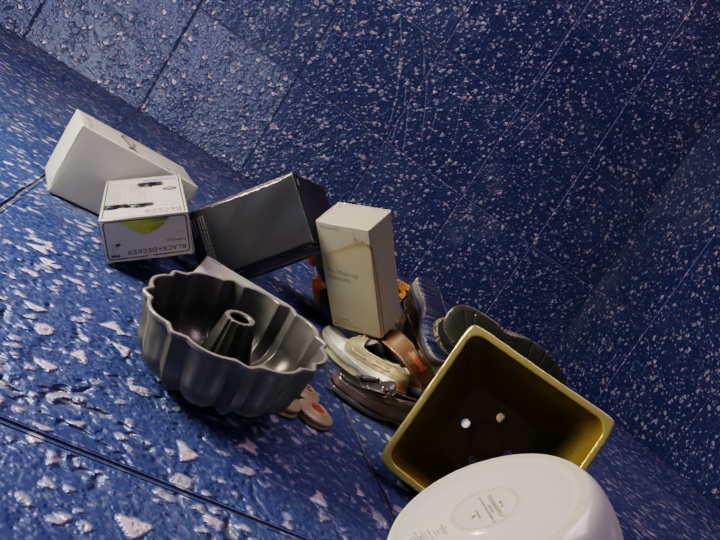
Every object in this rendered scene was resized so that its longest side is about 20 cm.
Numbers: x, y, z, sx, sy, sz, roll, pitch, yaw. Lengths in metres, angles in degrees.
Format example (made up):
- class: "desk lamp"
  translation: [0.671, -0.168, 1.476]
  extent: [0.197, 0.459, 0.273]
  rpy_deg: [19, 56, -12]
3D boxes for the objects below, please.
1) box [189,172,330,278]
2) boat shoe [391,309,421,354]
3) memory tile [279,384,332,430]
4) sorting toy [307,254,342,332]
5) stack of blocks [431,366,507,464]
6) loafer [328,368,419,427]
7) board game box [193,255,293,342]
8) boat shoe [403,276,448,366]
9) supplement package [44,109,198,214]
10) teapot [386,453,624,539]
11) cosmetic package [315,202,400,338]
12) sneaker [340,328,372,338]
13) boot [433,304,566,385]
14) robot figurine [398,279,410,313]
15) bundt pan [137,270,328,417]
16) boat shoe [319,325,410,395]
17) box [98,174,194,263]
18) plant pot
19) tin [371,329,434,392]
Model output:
- class: "box"
  translation: [-0.158, -0.066, 1.079]
  extent: [0.200, 0.197, 0.124]
  rpy_deg: [-5, 76, -78]
- class: "boat shoe"
  translation: [0.096, 0.128, 1.164]
  extent: [0.200, 0.064, 0.071]
  rpy_deg: [49, -12, 11]
- class: "memory tile"
  translation: [-0.120, 0.123, 0.798]
  extent: [0.153, 0.017, 0.200]
  rpy_deg: [29, 8, -31]
- class: "sorting toy"
  translation: [-0.078, 0.012, 1.281]
  extent: [0.036, 0.187, 0.200]
  rpy_deg: [-12, 22, -11]
- class: "stack of blocks"
  translation: [0.181, 0.211, 1.034]
  extent: [0.058, 0.115, 0.200]
  rpy_deg: [28, 19, -30]
- class: "loafer"
  translation: [0.048, 0.187, 0.928]
  extent: [0.199, 0.063, 0.072]
  rpy_deg: [32, 6, -16]
- class: "board game box"
  translation: [-0.165, 0.052, 0.847]
  extent: [0.152, 0.041, 0.200]
  rpy_deg: [32, 7, -9]
- class: "boat shoe"
  translation: [0.115, 0.100, 1.103]
  extent: [0.072, 0.073, 0.201]
  rpy_deg: [24, 33, -18]
- class: "supplement package"
  translation: [-0.388, -0.150, 1.029]
  extent: [0.199, 0.118, 0.117]
  rpy_deg: [28, 9, -36]
- class: "teapot"
  translation: [0.122, 0.249, 0.490]
  extent: [0.200, 0.196, 0.147]
  rpy_deg: [-27, 97, -51]
- class: "cosmetic package"
  translation: [0.000, 0.000, 1.023]
  extent: [0.103, 0.201, 0.073]
  rpy_deg: [11, 36, 31]
- class: "sneaker"
  translation: [0.051, 0.146, 1.226]
  extent: [0.199, 0.077, 0.081]
  rpy_deg: [30, 15, -22]
- class: "boot"
  translation: [0.200, 0.127, 0.952]
  extent: [0.203, 0.074, 0.154]
  rpy_deg: [36, -9, 1]
- class: "robot figurine"
  translation: [0.043, 0.073, 1.289]
  extent: [0.144, 0.058, 0.201]
  rpy_deg: [30, -36, 10]
- class: "bundt pan"
  translation: [-0.138, 0.081, 0.659]
  extent: [0.200, 0.076, 0.202]
  rpy_deg: [24, 14, -6]
- class: "boat shoe"
  translation: [0.008, 0.142, 1.038]
  extent: [0.200, 0.069, 0.075]
  rpy_deg: [39, 8, 37]
- class: "box"
  translation: [-0.304, -0.079, 0.904]
  extent: [0.116, 0.061, 0.200]
  rpy_deg: [-7, 25, -15]
- class: "plant pot"
  translation: [0.166, 0.214, 0.804]
  extent: [0.194, 0.196, 0.200]
  rpy_deg: [35, -6, 14]
- class: "tin"
  translation: [0.070, 0.155, 1.096]
  extent: [0.112, 0.042, 0.200]
  rpy_deg: [56, -12, -1]
